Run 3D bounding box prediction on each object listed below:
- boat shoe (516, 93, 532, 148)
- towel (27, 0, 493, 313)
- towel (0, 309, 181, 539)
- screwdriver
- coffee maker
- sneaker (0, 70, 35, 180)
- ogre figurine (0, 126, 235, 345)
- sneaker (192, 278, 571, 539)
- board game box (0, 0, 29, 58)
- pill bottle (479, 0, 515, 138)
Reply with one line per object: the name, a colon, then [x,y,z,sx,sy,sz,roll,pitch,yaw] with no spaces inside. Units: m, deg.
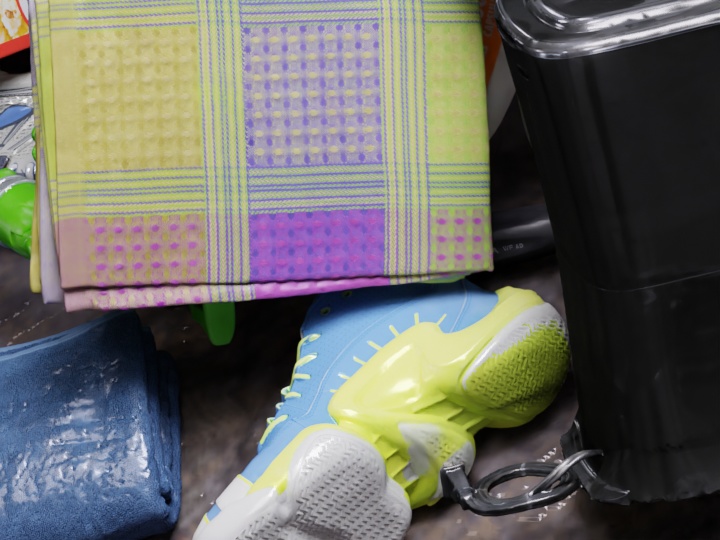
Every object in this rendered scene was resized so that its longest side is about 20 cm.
boat shoe: [0.117,-0.142,1.199,0.071,0.070,0.201,-2,51,19]
towel: [-0.044,-0.059,1.066,0.199,0.144,0.023,-4,8,-8]
towel: [-0.181,0.088,1.129,0.199,0.049,0.112,-13,52,7]
screwdriver: [0.000,0.000,1.166,0.199,0.029,0.028,-13,51,18]
coffee maker: [0.117,-0.018,0.996,0.192,0.201,0.135,-24,22,-24]
sneaker: [-0.169,-0.055,1.220,0.199,0.077,0.085,-19,57,4]
ogre figurine: [-0.076,-0.030,1.145,0.199,0.098,0.120,9,23,-22]
sneaker: [-0.008,0.066,1.084,0.200,0.076,0.105,-32,40,-23]
board game box: [-0.231,-0.121,1.218,0.151,0.046,0.200,0,19,37]
pill bottle: [-0.029,-0.127,1.127,0.199,0.113,0.113,13,52,-13]
